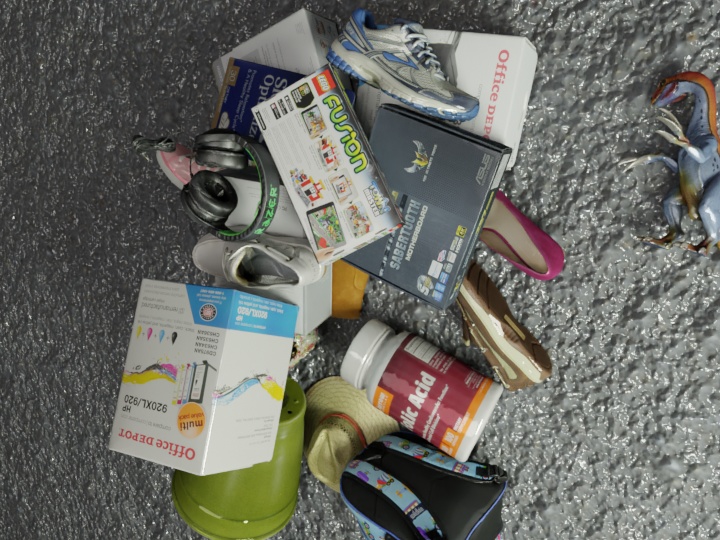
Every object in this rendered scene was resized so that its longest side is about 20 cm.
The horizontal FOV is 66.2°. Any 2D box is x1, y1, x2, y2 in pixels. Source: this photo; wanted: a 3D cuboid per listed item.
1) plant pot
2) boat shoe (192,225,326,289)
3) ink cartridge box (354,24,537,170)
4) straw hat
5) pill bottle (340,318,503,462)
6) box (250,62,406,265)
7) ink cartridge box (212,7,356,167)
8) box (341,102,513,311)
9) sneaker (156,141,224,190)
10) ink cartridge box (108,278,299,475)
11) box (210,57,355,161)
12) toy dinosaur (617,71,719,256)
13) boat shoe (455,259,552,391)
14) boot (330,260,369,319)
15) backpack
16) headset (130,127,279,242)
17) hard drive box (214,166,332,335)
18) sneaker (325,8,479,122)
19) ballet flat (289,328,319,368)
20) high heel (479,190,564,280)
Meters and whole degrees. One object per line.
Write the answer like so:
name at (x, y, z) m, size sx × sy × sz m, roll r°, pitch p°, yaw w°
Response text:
plant pot at (-0.166, 0.257, 0.828) m, size 0.199 × 0.200 × 0.195 m, roll 29°, pitch 117°, yaw 19°
boat shoe at (-0.142, -0.012, 0.690) m, size 0.198 × 0.069 × 0.072 m, roll 3°, pitch 112°, yaw 27°
ink cartridge box at (0.100, -0.215, 0.685) m, size 0.198 × 0.084 × 0.147 m, roll 16°, pitch 106°, yaw 23°
straw hat at (-0.037, 0.273, 0.842) m, size 0.199 × 0.085 × 0.204 m, roll 5°, pitch 102°, yaw 26°
pill bottle at (0.079, 0.154, 0.746) m, size 0.198 × 0.114 × 0.115 m, roll 28°, pitch 110°, yaw 19°
box at (-0.038, -0.120, 0.638) m, size 0.109 × 0.035 × 0.202 m, roll -25°, pitch 84°, yaw 11°
ink cartridge box at (-0.100, -0.228, 0.784) m, size 0.174 × 0.084 × 0.203 m, roll -13°, pitch 93°, yaw 30°
box at (0.070, -0.076, 0.658) m, size 0.157 × 0.051 × 0.202 m, roll 27°, pitch 115°, yaw 21°
sneaker at (-0.224, -0.151, 0.864) m, size 0.200 × 0.075 × 0.105 m, roll 46°, pitch 120°, yaw 4°
ink cartridge box at (-0.186, 0.126, 0.677) m, size 0.145 × 0.144 × 0.203 m, roll 5°, pitch 82°, yaw 24°
box at (-0.108, -0.194, 0.709) m, size 0.198 × 0.032 × 0.123 m, roll 22°, pitch 99°, yaw 27°
toy dinosaur at (0.360, -0.113, 0.601) m, size 0.198 × 0.105 × 0.184 m, roll 16°, pitch 94°, yaw -15°
boat shoe at (0.156, 0.070, 0.717) m, size 0.075 × 0.074 × 0.203 m, roll -41°, pitch 81°, yaw 32°
boot at (-0.001, 0.000, 0.792) m, size 0.199 × 0.071 × 0.146 m, roll 6°, pitch 108°, yaw 29°
backpack at (0.075, 0.321, 0.747) m, size 0.198 × 0.182 × 0.136 m, roll 18°, pitch 124°, yaw 36°
headset at (-0.185, -0.115, 0.661) m, size 0.199 × 0.094 × 0.125 m, roll 34°, pitch 113°, yaw 27°
hard drive box at (-0.122, -0.031, 0.759) m, size 0.154 × 0.077 × 0.203 m, roll 13°, pitch 114°, yaw 23°
sneaker at (0.052, -0.235, 0.617) m, size 0.199 × 0.077 × 0.086 m, roll 33°, pitch 109°, yaw 18°
ballet flat at (-0.146, 0.141, 0.885) m, size 0.076 × 0.064 × 0.200 m, roll 50°, pitch 117°, yaw 11°
high heel at (0.159, -0.057, 0.678) m, size 0.200 × 0.096 × 0.068 m, roll 41°, pitch 114°, yaw 14°
